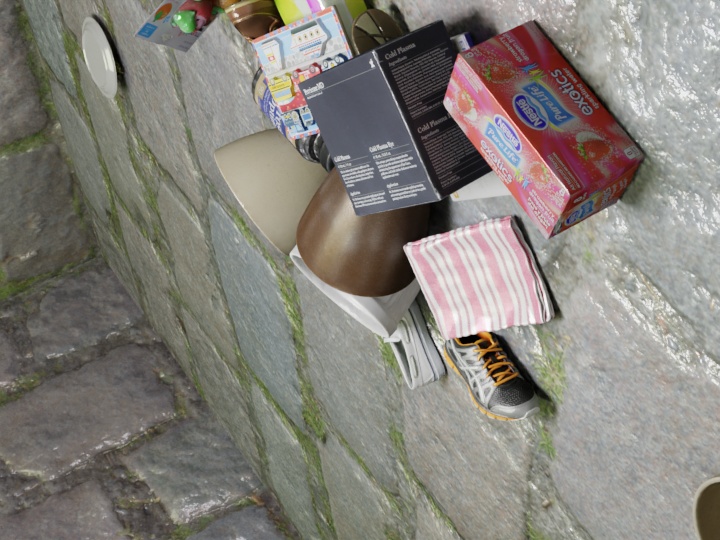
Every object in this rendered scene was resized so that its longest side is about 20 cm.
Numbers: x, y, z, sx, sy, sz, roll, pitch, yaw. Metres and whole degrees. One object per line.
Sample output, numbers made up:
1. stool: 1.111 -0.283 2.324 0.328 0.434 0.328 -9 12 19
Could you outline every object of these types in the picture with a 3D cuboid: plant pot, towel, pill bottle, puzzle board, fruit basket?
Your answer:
1. plant pot: 0.022 -0.097 1.650 0.187 0.187 0.200 53 146 25
2. towel: 0.149 0.014 1.557 0.200 0.030 0.146 -14 103 46
3. pill bottle: -0.066 -0.229 1.759 0.200 0.112 0.112 50 157 33
4. puzzle board: -0.068 -0.261 1.616 0.200 0.017 0.151 -7 109 53
5. fruit basket: -0.215 -0.390 1.711 0.094 0.200 0.185 41 -169 9

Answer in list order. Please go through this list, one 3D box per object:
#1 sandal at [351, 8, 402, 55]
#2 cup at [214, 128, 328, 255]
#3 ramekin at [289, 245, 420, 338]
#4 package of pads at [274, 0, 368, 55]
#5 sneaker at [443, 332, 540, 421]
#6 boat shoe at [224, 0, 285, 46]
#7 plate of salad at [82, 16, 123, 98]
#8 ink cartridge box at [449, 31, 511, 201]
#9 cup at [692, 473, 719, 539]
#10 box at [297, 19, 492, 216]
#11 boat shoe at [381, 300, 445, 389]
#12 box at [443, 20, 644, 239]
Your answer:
1. sandal: 0.040 -0.237 1.540 0.055 0.082 0.200 -129 14 -78
2. cup: -0.112 -0.146 1.873 0.200 0.143 0.200 54 -174 -8
3. ramekin: 0.000 0.000 1.823 0.200 0.105 0.200 39 172 7
4. package of pads: -0.053 -0.355 1.627 0.200 0.068 0.154 66 160 -8
5. sneaker: 0.179 0.135 1.678 0.200 0.078 0.077 45 148 42
6. boat shoe: -0.136 -0.353 1.728 0.200 0.072 0.068 -18 -89 -76
7. plate of salad: -0.619 -0.513 2.880 0.200 0.048 0.200 40 141 43
8. ink cartridge box: 0.131 -0.180 1.428 0.198 0.043 0.200 66 161 -10
9. cup: 0.426 0.243 1.089 0.200 0.143 0.200 51 157 31
10. box: 0.044 -0.174 1.410 0.200 0.104 0.182 -5 112 61
11. boat shoe: 0.065 0.096 1.920 0.200 0.067 0.074 62 160 3
12. box: 0.186 -0.147 1.248 0.200 0.100 0.095 56 160 20
